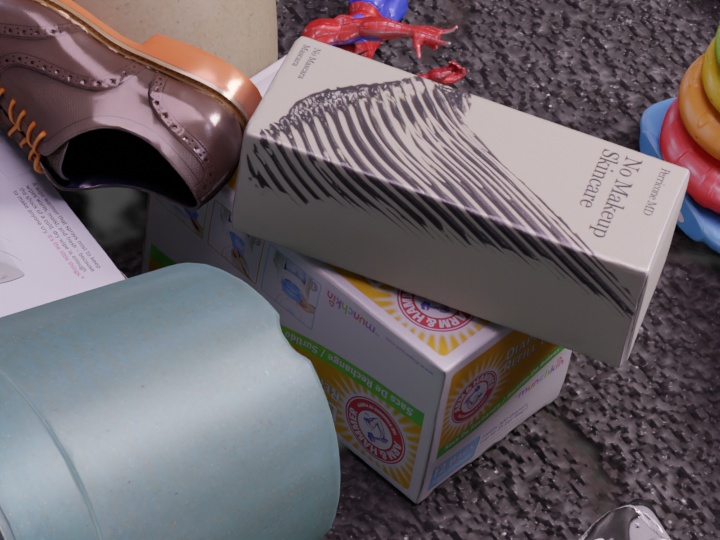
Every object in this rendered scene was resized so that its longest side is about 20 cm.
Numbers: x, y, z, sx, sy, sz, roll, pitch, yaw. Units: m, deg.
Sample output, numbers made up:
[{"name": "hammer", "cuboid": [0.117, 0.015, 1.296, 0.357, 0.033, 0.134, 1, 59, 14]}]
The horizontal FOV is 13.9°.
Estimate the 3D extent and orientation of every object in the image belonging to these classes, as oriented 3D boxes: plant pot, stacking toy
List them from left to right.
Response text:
[{"name": "plant pot", "cuboid": [-0.127, 0.097, 1.305, 0.195, 0.201, 0.200, -24, 55, -38]}, {"name": "stacking toy", "cuboid": [0.221, -0.111, 1.531, 0.109, 0.201, 0.116, -11, 51, -19]}]

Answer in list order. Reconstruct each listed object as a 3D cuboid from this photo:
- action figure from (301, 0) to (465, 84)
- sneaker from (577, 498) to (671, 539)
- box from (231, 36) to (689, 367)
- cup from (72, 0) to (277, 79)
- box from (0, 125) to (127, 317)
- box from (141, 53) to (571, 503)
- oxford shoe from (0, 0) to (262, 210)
[{"name": "action figure", "cuboid": [0.031, -0.143, 1.615, 0.098, 0.066, 0.200, 10, 45, 23]}, {"name": "sneaker", "cuboid": [0.168, 0.148, 1.376, 0.199, 0.075, 0.116, -6, 47, -14]}, {"name": "box", "cuboid": [0.046, -0.033, 1.382, 0.199, 0.069, 0.082, 18, 46, 8]}, {"name": "cup", "cuboid": [-0.121, -0.132, 1.522, 0.200, 0.200, 0.144, -31, 87, -31]}, {"name": "box", "cuboid": [-0.237, -0.001, 1.426, 0.176, 0.097, 0.200, -24, 56, -29]}, {"name": "box", "cuboid": [0.000, 0.000, 1.461, 0.200, 0.102, 0.112, 38, 53, 23]}, {"name": "oxford shoe", "cuboid": [-0.149, -0.085, 1.407, 0.199, 0.072, 0.073, 17, 55, 13]}]
